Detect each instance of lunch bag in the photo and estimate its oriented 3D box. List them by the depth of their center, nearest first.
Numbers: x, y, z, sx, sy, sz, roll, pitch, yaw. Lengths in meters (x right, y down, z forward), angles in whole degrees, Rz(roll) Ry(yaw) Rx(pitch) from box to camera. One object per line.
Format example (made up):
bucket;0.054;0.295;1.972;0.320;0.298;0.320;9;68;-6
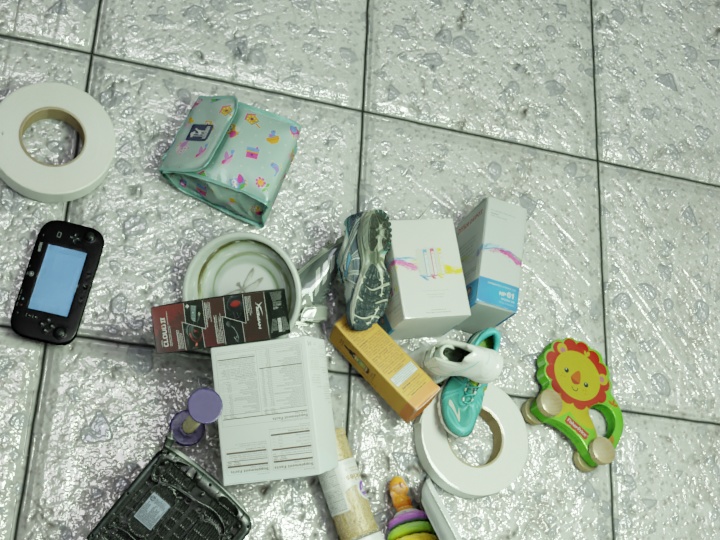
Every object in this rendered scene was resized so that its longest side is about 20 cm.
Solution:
lunch bag;-0.220;-0.195;1.779;0.198;0.122;0.172;23;67;-1

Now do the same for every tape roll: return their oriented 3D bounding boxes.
tape roll;-0.503;-0.211;1.720;0.201;0.037;0.205;7;69;-18
tape roll;0.188;0.284;1.792;0.201;0.037;0.205;6;68;-16

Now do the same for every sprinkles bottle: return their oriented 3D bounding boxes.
sprinkles bottle;-0.024;0.355;1.673;0.068;0.068;0.202;-15;76;-24

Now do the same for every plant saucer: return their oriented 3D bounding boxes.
plant saucer;-0.188;0.038;1.714;0.198;0.050;0.202;0;92;9

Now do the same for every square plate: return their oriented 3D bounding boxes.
square plate;0.141;0.419;1.649;0.028;0.200;0.199;-27;80;0

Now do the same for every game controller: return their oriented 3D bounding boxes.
game controller;-0.473;0.018;1.652;0.103;0.042;0.202;17;65;-13

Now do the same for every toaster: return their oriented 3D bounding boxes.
toaster;-0.269;0.365;1.535;0.180;0.119;0.200;40;81;-2

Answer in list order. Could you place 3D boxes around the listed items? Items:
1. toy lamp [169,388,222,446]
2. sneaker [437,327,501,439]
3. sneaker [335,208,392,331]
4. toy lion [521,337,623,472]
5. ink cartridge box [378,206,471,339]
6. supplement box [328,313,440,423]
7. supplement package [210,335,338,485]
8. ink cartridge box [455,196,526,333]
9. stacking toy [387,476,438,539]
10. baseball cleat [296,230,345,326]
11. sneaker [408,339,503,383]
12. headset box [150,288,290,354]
toy lamp;-0.248;0.222;1.568;0.058;0.200;0.059;7;66;-17
sneaker;0.185;0.183;1.764;0.077;0.080;0.201;24;64;-9
sneaker;0.000;0.000;1.746;0.077;0.086;0.202;14;81;-46
toy lion;0.390;0.225;1.879;0.200;0.069;0.192;42;55;-1
ink cartridge box;0.094;0.004;1.811;0.124;0.129;0.202;-3;71;-20
supplement box;0.037;0.154;1.752;0.200;0.067;0.069;44;61;12
supplement package;-0.128;0.211;1.598;0.149;0.152;0.202;-8;83;8
ink cartridge box;0.219;-0.006;1.850;0.084;0.145;0.202;14;67;-14
stacking toy;0.080;0.423;1.679;0.109;0.116;0.202;-6;58;-13
baseball cleat;-0.068;0.025;1.788;0.199;0.070;0.107;-37;92;-17
sneaker;0.138;0.143;1.739;0.080;0.199;0.071;32;63;-37
headset box;-0.221;0.078;1.620;0.198;0.149;0.076;-8;89;9
